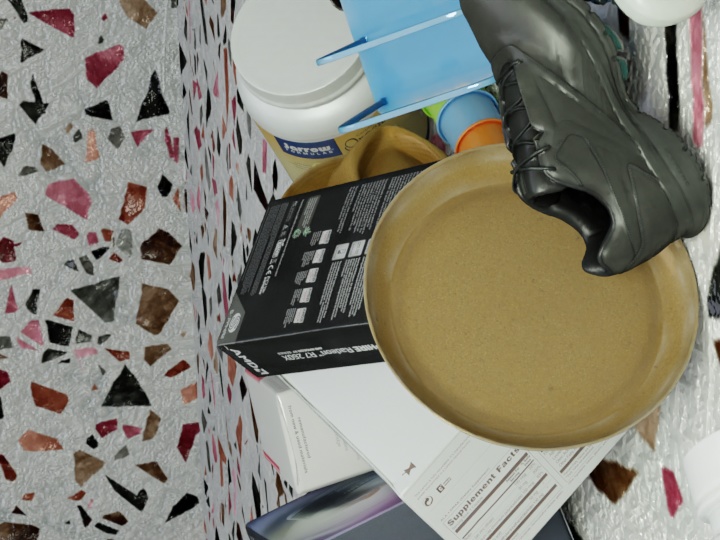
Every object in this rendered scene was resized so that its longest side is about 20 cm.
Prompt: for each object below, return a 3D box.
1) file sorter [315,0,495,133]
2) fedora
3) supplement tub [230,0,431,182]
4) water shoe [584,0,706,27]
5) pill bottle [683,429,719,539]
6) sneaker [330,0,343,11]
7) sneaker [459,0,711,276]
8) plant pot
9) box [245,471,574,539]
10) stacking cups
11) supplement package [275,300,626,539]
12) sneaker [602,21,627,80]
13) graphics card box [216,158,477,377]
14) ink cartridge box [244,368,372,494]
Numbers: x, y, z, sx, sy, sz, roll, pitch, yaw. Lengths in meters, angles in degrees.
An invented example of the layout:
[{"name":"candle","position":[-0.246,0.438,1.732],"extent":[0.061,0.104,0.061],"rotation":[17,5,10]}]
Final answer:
[{"name":"file sorter","position":[0.025,-0.211,0.980],"extent":[0.123,0.137,0.202],"rotation":[-40,-67,-64]},{"name":"fedora","position":[0.028,-0.051,1.137],"extent":[0.202,0.198,0.083],"rotation":[-111,24,-46]},{"name":"supplement tub","position":[-0.025,-0.155,1.263],"extent":[0.200,0.143,0.146],"rotation":[57,-161,-62]},{"name":"water shoe","position":[0.152,-0.184,0.846],"extent":[0.201,0.070,0.080],"rotation":[-96,15,-48]},{"name":"pill bottle","position":[0.210,0.169,0.645],"extent":[0.111,0.109,0.202],"rotation":[112,150,-60]},{"name":"sneaker","position":[0.021,-0.302,1.117],"extent":[0.106,0.074,0.203],"rotation":[-35,-48,-53]},{"name":"sneaker","position":[0.115,-0.087,0.839],"extent":[0.201,0.090,0.076],"rotation":[53,161,8]},{"name":"plant pot","position":[0.100,0.016,0.859],"extent":[0.028,0.197,0.202],"rotation":[94,165,-62]},{"name":"box","position":[0.037,0.214,1.113],"extent":[0.125,0.198,0.198],"rotation":[67,164,-4]},{"name":"stacking cups","position":[0.094,-0.108,1.138],"extent":[0.201,0.060,0.061],"rotation":[-117,26,-44]},{"name":"supplement package","position":[0.061,0.077,0.977],"extent":[0.111,0.156,0.200],"rotation":[45,175,-34]},{"name":"sneaker","position":[0.137,-0.080,0.967],"extent":[0.092,0.076,0.202],"rotation":[-87,4,-63]},{"name":"graphics card box","position":[0.000,0.000,0.973],"extent":[0.198,0.051,0.127],"rotation":[-10,52,41]},{"name":"ink cartridge box","position":[0.020,0.097,1.163],"extent":[0.146,0.197,0.086],"rotation":[-164,60,-74]}]
